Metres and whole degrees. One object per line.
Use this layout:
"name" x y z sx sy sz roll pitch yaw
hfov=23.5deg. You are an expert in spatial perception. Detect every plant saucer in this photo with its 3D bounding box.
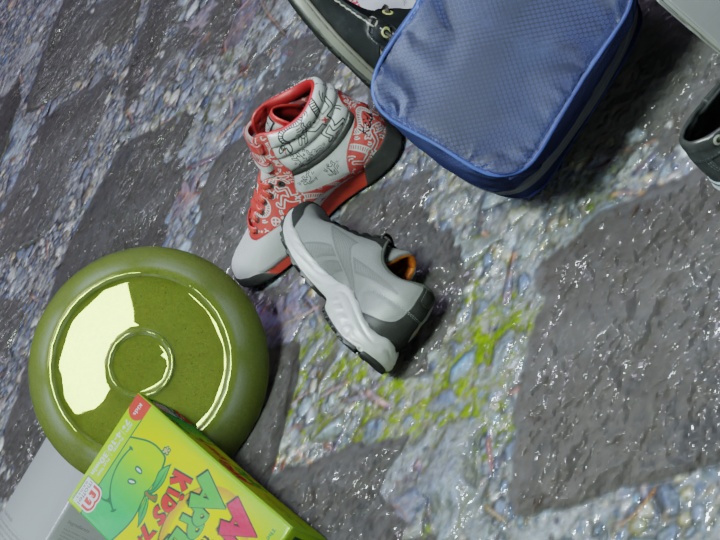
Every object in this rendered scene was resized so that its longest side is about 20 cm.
"plant saucer" -0.174 0.077 1.393 0.200 0.200 0.031 -61 -9 -6

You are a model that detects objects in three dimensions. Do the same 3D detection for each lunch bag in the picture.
"lunch bag" 0.109 -0.158 1.215 0.200 0.136 0.132 -56 -11 2

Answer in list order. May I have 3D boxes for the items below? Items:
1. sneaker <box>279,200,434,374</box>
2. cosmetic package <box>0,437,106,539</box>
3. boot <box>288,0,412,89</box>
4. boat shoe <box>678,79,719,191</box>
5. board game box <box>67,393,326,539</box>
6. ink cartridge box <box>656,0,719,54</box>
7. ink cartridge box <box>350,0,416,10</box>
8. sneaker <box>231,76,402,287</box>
"sneaker" 0.000 0.000 1.325 0.079 0.074 0.200 -43 38 5
"cosmetic package" -0.230 0.189 1.464 0.200 0.081 0.113 -58 30 -3
"boot" 0.056 -0.197 1.305 0.154 0.203 0.073 -49 10 6
"boat shoe" 0.270 -0.139 1.065 0.200 0.057 0.069 -56 30 1
"board game box" -0.124 0.185 1.283 0.200 0.048 0.102 34 91 41
"ink cartridge box" 0.247 -0.259 1.184 0.145 0.084 0.200 -45 32 19
"ink cartridge box" 0.079 -0.237 1.408 0.200 0.084 0.145 -46 31 17
"sneaker" -0.069 -0.078 1.451 0.201 0.108 0.067 -42 33 25
